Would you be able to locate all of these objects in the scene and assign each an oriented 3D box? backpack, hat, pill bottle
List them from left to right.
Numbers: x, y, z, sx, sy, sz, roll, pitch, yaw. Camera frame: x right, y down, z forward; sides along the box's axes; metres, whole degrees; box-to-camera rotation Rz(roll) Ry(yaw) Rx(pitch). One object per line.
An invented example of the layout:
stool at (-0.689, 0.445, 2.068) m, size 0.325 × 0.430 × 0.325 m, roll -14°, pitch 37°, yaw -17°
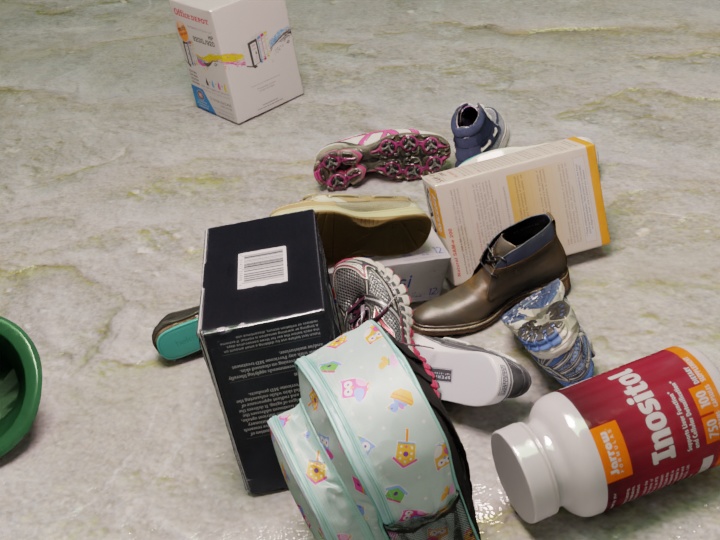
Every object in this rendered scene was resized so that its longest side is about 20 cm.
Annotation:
hat at (-0.427, 0.147, 1.284) m, size 0.164 × 0.176 × 0.201 m, roll -10°, pitch 69°, yaw -1°
backpack at (0.008, 0.152, 0.940) m, size 0.152 × 0.201 × 0.176 m, roll -20°, pitch 44°, yaw -12°
pill bottle at (0.223, 0.149, 0.979) m, size 0.199 × 0.114 × 0.113 m, roll -20°, pitch 33°, yaw -12°

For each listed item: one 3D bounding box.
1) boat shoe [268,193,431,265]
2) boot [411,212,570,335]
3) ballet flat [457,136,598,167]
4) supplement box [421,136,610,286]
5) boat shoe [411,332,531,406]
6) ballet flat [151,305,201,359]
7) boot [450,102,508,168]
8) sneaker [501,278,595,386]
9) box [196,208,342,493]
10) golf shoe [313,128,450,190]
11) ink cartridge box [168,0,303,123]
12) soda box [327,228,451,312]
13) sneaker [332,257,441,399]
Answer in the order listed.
boat shoe at (-0.018, -0.054, 1.219) m, size 0.199 × 0.074 × 0.063 m, roll -6°, pitch 39°, yaw -27°
boot at (0.142, 0.002, 1.250) m, size 0.199 × 0.097 × 0.075 m, roll -19°, pitch 32°, yaw -13°
ballet flat at (0.225, -0.132, 1.476) m, size 0.198 × 0.070 × 0.070 m, roll -11°, pitch 32°, yaw -1°
supplement box at (0.185, -0.073, 1.318) m, size 0.199 × 0.127 × 0.074 m, roll -14°, pitch 16°, yaw -6°
boat shoe at (0.088, 0.101, 1.148) m, size 0.068 × 0.072 × 0.199 m, roll 6°, pitch -2°, yaw -44°
ballet flat at (-0.149, 0.051, 1.302) m, size 0.198 × 0.068 × 0.068 m, roll -12°, pitch 23°, yaw -1°
boot at (0.170, -0.209, 1.581) m, size 0.072 × 0.091 × 0.200 m, roll -3°, pitch 33°, yaw 13°
sneaker at (0.202, 0.073, 1.154) m, size 0.077 × 0.085 × 0.200 m, roll -32°, pitch 8°, yaw 11°
box at (-0.080, 0.077, 1.110) m, size 0.123 × 0.198 × 0.200 m, roll -10°, pitch 32°, yaw 0°
golf shoe at (0.031, -0.174, 1.588) m, size 0.198 × 0.073 × 0.092 m, roll -6°, pitch 31°, yaw 9°
ink cartridge box at (-0.210, -0.381, 1.869) m, size 0.144 × 0.201 × 0.147 m, roll -30°, pitch 36°, yaw -27°
soda box at (0.000, 0.000, 1.269) m, size 0.199 × 0.069 × 0.064 m, roll -8°, pitch 45°, yaw -23°
sneaker at (0.015, 0.069, 1.124) m, size 0.074 × 0.081 × 0.201 m, roll 6°, pitch 48°, yaw -40°
